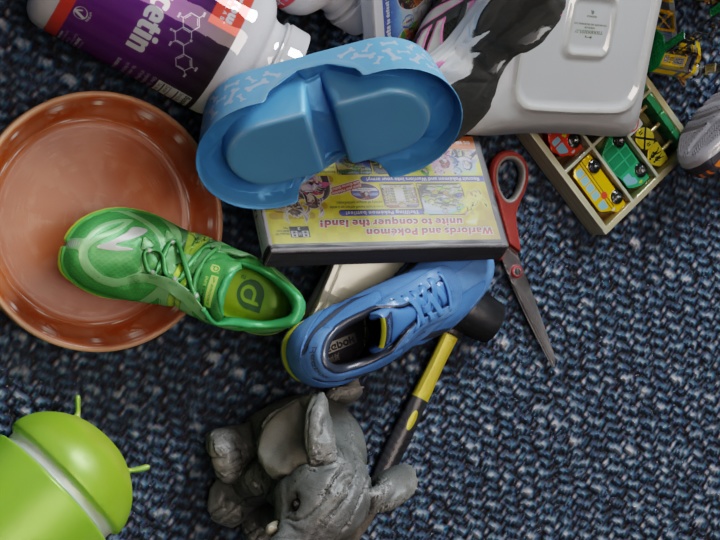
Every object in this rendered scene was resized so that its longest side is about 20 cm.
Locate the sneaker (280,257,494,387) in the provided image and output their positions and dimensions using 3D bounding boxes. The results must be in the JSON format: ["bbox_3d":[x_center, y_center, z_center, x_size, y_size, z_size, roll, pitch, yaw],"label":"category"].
[{"bbox_3d":[0.035,0.036,1.456,0.200,0.078,0.066,-27,100,-24],"label":"sneaker"}]

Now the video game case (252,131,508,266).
[{"bbox_3d":[0.003,-0.088,1.483,0.200,0.026,0.181,-2,60,-21],"label":"video game case"}]

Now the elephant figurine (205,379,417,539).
[{"bbox_3d":[-0.029,0.167,1.429,0.141,0.200,0.155,0,90,-24],"label":"elephant figurine"}]

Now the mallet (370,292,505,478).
[{"bbox_3d":[0.061,0.104,1.562,0.066,0.041,0.200,21,86,-19],"label":"mallet"}]

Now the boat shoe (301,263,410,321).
[{"bbox_3d":[0.000,0.000,1.517,0.073,0.062,0.200,33,78,-17],"label":"boat shoe"}]

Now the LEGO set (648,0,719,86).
[{"bbox_3d":[0.331,-0.245,1.599,0.116,0.200,0.154,7,62,-25],"label":"LEGO set"}]

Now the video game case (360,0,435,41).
[{"bbox_3d":[0.082,-0.227,1.491,0.200,0.018,0.143,-31,138,-28],"label":"video game case"}]

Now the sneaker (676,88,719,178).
[{"bbox_3d":[0.364,-0.122,1.655,0.200,0.078,0.112,-46,110,-31],"label":"sneaker"}]

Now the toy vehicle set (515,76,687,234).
[{"bbox_3d":[0.191,-0.145,1.618,0.124,0.027,0.200,-44,107,-18],"label":"toy vehicle set"}]

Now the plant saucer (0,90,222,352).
[{"bbox_3d":[-0.205,-0.038,1.441,0.200,0.032,0.200,-1,92,-24],"label":"plant saucer"}]

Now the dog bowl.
[{"bbox_3d":[-0.027,-0.112,1.385,0.200,0.050,0.112,-15,139,2],"label":"dog bowl"}]

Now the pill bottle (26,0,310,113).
[{"bbox_3d":[-0.143,-0.193,1.409,0.200,0.112,0.113,27,80,-13],"label":"pill bottle"}]

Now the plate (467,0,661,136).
[{"bbox_3d":[0.179,-0.204,1.528,0.199,0.032,0.200,-2,108,-37],"label":"plate"}]

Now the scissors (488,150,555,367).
[{"bbox_3d":[0.122,-0.009,1.599,0.073,0.014,0.200,-12,96,-26],"label":"scissors"}]

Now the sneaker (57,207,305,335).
[{"bbox_3d":[-0.129,0.000,1.413,0.200,0.084,0.074,15,85,-23],"label":"sneaker"}]

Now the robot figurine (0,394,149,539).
[{"bbox_3d":[-0.252,0.187,1.376,0.200,0.116,0.175,-45,99,-17],"label":"robot figurine"}]

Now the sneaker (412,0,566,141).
[{"bbox_3d":[0.075,-0.175,1.449,0.200,0.086,0.080,-41,128,20],"label":"sneaker"}]

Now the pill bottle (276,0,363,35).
[{"bbox_3d":[-0.065,-0.269,1.458,0.200,0.109,0.109,30,79,-21],"label":"pill bottle"}]
